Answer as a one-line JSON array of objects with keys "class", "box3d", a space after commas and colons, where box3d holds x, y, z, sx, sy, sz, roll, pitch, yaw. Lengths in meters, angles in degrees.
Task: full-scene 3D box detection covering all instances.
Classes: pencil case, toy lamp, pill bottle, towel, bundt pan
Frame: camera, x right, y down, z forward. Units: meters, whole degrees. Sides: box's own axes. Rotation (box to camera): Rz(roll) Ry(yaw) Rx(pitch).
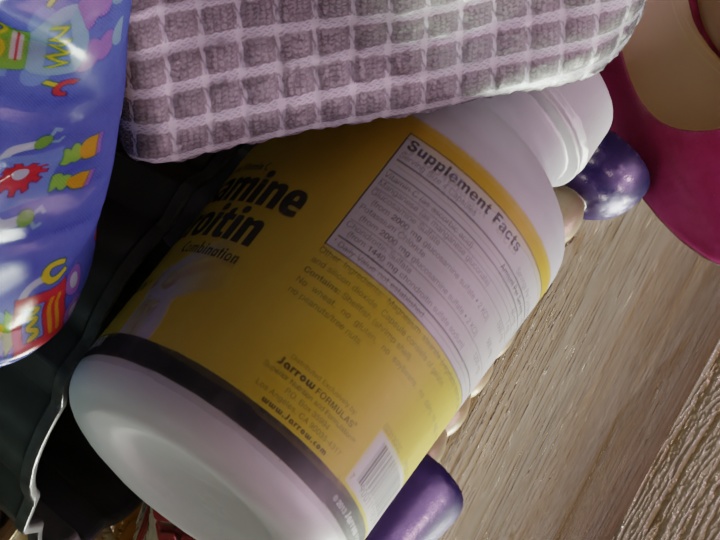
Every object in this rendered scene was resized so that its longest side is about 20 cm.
[{"class": "pencil case", "box3d": [-0.114, -0.053, 0.726, 0.087, 0.078, 0.200, -19, 148, -26]}, {"class": "toy lamp", "box3d": [0.039, 0.032, 0.915, 0.200, 0.058, 0.058, -57, 167, -26]}, {"class": "pill bottle", "box3d": [0.000, 0.000, 0.843, 0.200, 0.112, 0.112, -53, 165, -22]}, {"class": "towel", "box3d": [0.003, -0.122, 0.756, 0.200, 0.086, 0.166, -12, 144, -15]}, {"class": "bundt pan", "box3d": [-0.092, 0.003, 0.923, 0.202, 0.076, 0.202, -52, 165, -20]}]

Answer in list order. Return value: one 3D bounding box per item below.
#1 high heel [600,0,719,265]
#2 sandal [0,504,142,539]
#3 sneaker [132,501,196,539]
[{"class": "high heel", "box3d": [0.128, -0.105, 0.951, 0.096, 0.067, 0.200, 105, -23, -68]}, {"class": "sandal", "box3d": [-0.112, 0.111, 1.099, 0.078, 0.070, 0.212, -31, 150, -62]}, {"class": "sneaker", "box3d": [-0.055, 0.088, 0.966, 0.082, 0.078, 0.200, -89, -157, -69]}]
